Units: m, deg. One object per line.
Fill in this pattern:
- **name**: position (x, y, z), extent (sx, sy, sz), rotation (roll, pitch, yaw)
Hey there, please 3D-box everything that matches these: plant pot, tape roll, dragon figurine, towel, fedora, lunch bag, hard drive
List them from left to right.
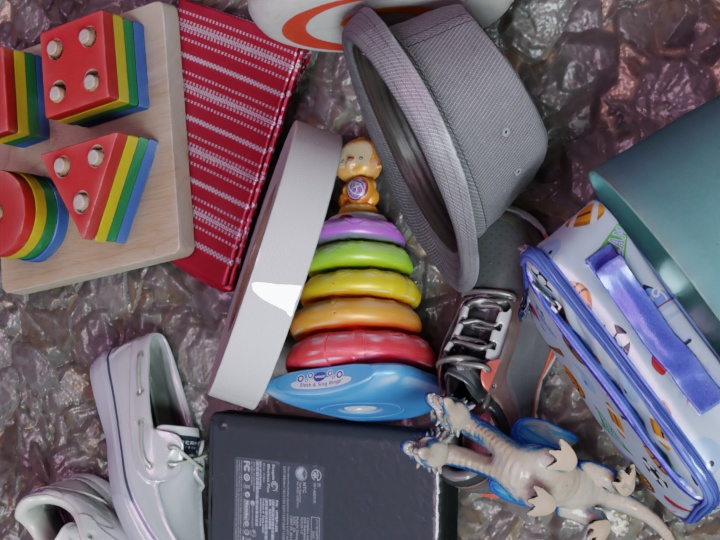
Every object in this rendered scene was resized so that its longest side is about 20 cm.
- **towel**: position (-0.120, -0.098, 1.222), extent (0.144, 0.022, 0.202), rotation (24, 99, 35)
- **tape roll**: position (-0.060, -0.004, 1.097), extent (0.037, 0.203, 0.205), rotation (18, 99, -6)
- **hard drive**: position (-0.022, 0.180, 1.152), extent (0.198, 0.033, 0.141), rotation (2, 92, 31)
- **fedora**: position (0.063, -0.094, 1.027), extent (0.090, 0.201, 0.177), rotation (-27, 40, -6)
- **dragon figurine**: position (0.121, 0.131, 1.016), extent (0.099, 0.199, 0.059), rotation (25, 93, 59)
- **lunch bag**: position (0.170, 0.055, 0.969), extent (0.075, 0.160, 0.201), rotation (-36, 75, -3)
- **plant pot**: position (0.254, -0.024, 0.911), extent (0.160, 0.201, 0.201), rotation (-37, 70, 4)

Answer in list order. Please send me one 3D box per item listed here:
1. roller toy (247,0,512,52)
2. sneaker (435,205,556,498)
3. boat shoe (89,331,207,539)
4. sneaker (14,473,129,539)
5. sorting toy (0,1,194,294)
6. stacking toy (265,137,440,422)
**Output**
- **roller toy**: position (0.013, -0.235, 1.059), extent (0.198, 0.182, 0.141), rotation (-8, 83, 29)
- **sneaker**: position (0.089, 0.055, 1.064), extent (0.076, 0.082, 0.202), rotation (1, 87, 30)
- **boat shoe**: position (-0.152, 0.139, 1.202), extent (0.067, 0.073, 0.201), rotation (-33, 67, 22)
- **sneaker**: position (-0.190, 0.238, 1.213), extent (0.200, 0.099, 0.075), rotation (38, 105, 24)
- **sorting toy**: position (-0.233, -0.096, 1.248), extent (0.199, 0.069, 0.201), rotation (-12, 79, 34)
- **stacking toy**: position (0.000, 0.000, 1.120), extent (0.115, 0.110, 0.202), rotation (-8, 73, 29)
